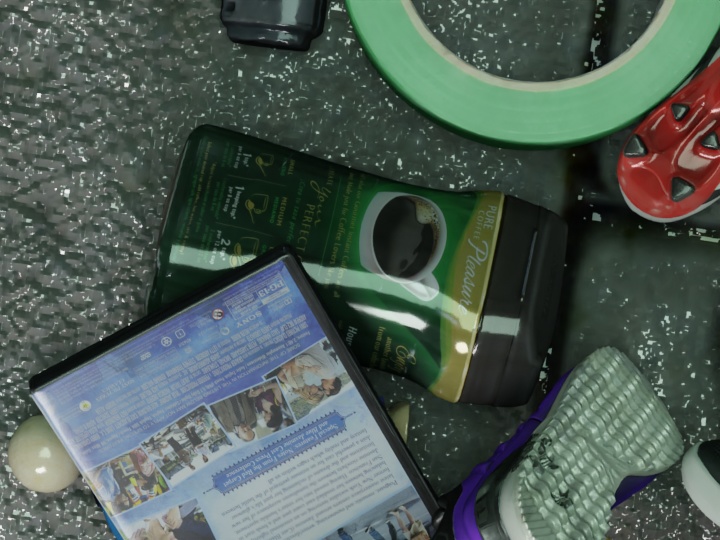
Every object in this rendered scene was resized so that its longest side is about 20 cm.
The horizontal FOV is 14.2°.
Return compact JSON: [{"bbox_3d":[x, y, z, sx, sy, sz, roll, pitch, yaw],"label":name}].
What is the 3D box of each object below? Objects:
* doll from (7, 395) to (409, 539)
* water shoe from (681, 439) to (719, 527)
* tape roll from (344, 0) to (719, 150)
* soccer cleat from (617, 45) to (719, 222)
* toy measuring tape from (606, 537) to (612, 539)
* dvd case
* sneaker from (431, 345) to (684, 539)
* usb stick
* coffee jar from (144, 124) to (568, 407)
[{"bbox_3d":[-0.077,0.099,1.450,0.200,0.048,0.137,4,87,0],"label":"doll"},{"bbox_3d":[0.240,0.105,1.342,0.200,0.071,0.079,26,111,38],"label":"water shoe"},{"bbox_3d":[0.089,-0.161,1.462,0.200,0.048,0.201,0,87,-1],"label":"tape roll"},{"bbox_3d":[0.209,-0.098,1.438,0.200,0.085,0.069,-43,77,4],"label":"soccer cleat"},{"bbox_3d":[0.115,0.171,1.346,0.073,0.200,0.074,1,99,8],"label":"toy measuring tape"},{"bbox_3d":[-0.050,0.100,1.401,0.143,0.018,0.200,-28,113,4],"label":"dvd case"},{"bbox_3d":[0.083,0.105,1.401,0.099,0.200,0.070,-35,91,31],"label":"sneaker"},{"bbox_3d":[-0.034,-0.213,1.471,0.055,0.033,0.200,7,88,4],"label":"usb stick"},{"bbox_3d":[0.000,0.000,1.430,0.200,0.085,0.104,13,59,1],"label":"coffee jar"}]
